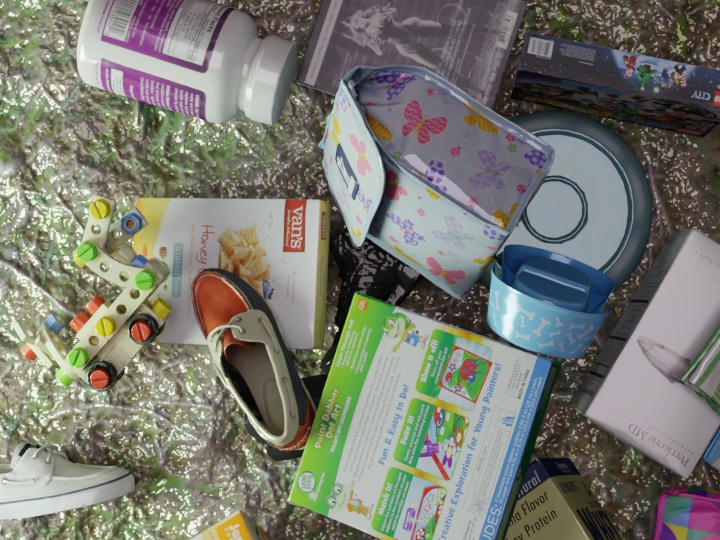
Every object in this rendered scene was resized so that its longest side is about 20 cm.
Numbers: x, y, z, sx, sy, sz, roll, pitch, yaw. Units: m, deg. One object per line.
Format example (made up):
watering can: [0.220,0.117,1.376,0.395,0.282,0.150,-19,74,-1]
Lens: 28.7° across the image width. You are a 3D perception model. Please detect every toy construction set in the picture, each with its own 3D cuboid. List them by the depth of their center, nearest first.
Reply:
toy construction set: [-0.257,0.035,1.352,0.131,0.092,0.200,42,114,-3]

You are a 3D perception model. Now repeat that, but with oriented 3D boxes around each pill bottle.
pill bottle: [-0.166,-0.210,1.375,0.198,0.112,0.114,18,89,4]

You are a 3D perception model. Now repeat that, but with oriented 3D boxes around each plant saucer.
plant saucer: [0.191,-0.059,1.388,0.197,0.027,0.203,0,88,3]

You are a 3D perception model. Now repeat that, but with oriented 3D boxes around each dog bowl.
dog bowl: [0.171,0.028,1.280,0.110,0.200,0.050,19,106,8]

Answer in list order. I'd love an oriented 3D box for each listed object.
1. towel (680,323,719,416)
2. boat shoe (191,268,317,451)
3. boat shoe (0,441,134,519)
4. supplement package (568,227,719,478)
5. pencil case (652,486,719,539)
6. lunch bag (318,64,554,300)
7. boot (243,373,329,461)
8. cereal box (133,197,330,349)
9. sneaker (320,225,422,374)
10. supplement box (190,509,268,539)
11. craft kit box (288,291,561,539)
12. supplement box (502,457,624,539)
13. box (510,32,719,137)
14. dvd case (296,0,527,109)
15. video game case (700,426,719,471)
towel: [0.394,0.095,1.277,0.199,0.023,0.153,38,86,-26]
boat shoe: [-0.106,0.079,1.305,0.071,0.062,0.201,-36,70,13]
boat shoe: [-0.322,0.204,1.389,0.197,0.071,0.071,-8,90,10]
supplement package: [0.301,0.077,1.329,0.116,0.117,0.201,30,90,2]
pencil case: [0.308,0.307,1.337,0.087,0.088,0.203,12,86,4]
lunch bag: [0.052,-0.086,1.289,0.199,0.170,0.128,35,66,3]
boot: [0.006,0.155,1.361,0.198,0.066,0.166,-18,125,14]
cereal box: [-0.128,0.002,1.376,0.197,0.039,0.146,1,86,19]
sneaker: [0.000,0.000,1.383,0.104,0.060,0.200,39,86,4]
supplement box: [-0.163,0.339,1.344,0.199,0.074,0.127,-32,56,1]
craft kit box: [0.055,0.145,1.246,0.195,0.048,0.202,19,90,20]
supplement box: [0.155,0.309,1.281,0.199,0.134,0.201,-38,71,13]
box: [0.245,-0.174,1.335,0.197,0.137,0.038,12,86,4]
dvd case: [0.051,-0.228,1.408,0.198,0.016,0.150,19,88,5]
video game case: [0.430,0.163,1.334,0.199,0.018,0.144,32,90,-16]
